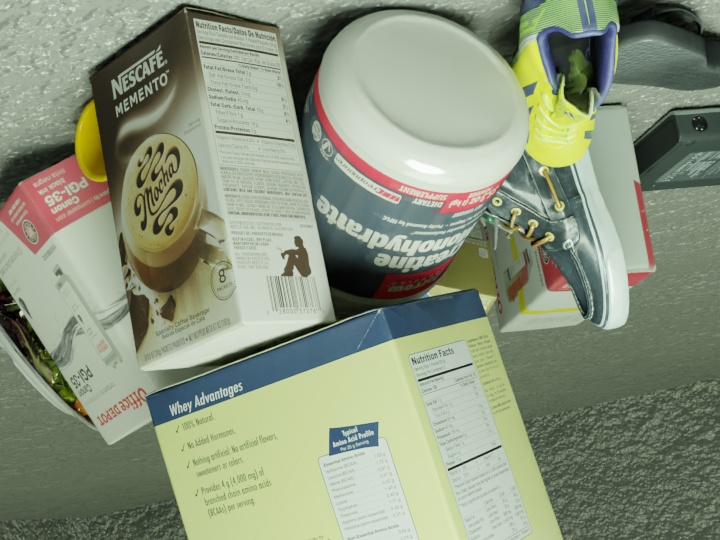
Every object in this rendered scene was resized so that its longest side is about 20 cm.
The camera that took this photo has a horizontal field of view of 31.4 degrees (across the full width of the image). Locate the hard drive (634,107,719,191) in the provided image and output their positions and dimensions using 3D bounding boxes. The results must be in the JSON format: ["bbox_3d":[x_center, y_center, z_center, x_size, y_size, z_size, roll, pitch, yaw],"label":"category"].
[{"bbox_3d":[0.349,-0.113,1.173,0.199,0.033,0.140,-5,165,-15],"label":"hard drive"}]

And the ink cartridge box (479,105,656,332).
[{"bbox_3d":[0.172,-0.038,1.123,0.083,0.146,0.200,-5,165,-11],"label":"ink cartridge box"}]

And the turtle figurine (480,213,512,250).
[{"bbox_3d":[0.034,-0.061,1.045,0.149,0.101,0.200,-29,145,6],"label":"turtle figurine"}]

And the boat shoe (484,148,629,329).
[{"bbox_3d":[0.133,-0.043,0.968,0.091,0.201,0.071,-17,-179,-9],"label":"boat shoe"}]

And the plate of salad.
[{"bbox_3d":[-0.289,0.062,1.176,0.048,0.200,0.200,-38,165,-2],"label":"plate of salad"}]

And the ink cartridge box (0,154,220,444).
[{"bbox_3d":[-0.196,0.022,0.999,0.083,0.200,0.146,-33,180,-34],"label":"ink cartridge box"}]

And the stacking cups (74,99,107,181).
[{"bbox_3d":[-0.110,-0.086,0.947,0.200,0.061,0.060,3,161,-46],"label":"stacking cups"}]

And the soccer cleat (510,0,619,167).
[{"bbox_3d":[0.132,-0.118,0.839,0.064,0.084,0.200,-9,149,-1],"label":"soccer cleat"}]

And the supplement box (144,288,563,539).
[{"bbox_3d":[-0.002,0.140,0.835,0.199,0.201,0.134,-22,173,30],"label":"supplement box"}]

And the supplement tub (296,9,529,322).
[{"bbox_3d":[0.015,-0.061,0.865,0.140,0.141,0.200,-3,147,-24],"label":"supplement tub"}]

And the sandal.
[{"bbox_3d":[0.220,-0.160,0.921,0.076,0.043,0.200,-10,177,31],"label":"sandal"}]

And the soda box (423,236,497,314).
[{"bbox_3d":[0.000,0.000,0.993,0.199,0.064,0.068,11,136,-15],"label":"soda box"}]

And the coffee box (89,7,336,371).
[{"bbox_3d":[-0.097,-0.048,0.813,0.080,0.201,0.113,1,162,-44],"label":"coffee box"}]
